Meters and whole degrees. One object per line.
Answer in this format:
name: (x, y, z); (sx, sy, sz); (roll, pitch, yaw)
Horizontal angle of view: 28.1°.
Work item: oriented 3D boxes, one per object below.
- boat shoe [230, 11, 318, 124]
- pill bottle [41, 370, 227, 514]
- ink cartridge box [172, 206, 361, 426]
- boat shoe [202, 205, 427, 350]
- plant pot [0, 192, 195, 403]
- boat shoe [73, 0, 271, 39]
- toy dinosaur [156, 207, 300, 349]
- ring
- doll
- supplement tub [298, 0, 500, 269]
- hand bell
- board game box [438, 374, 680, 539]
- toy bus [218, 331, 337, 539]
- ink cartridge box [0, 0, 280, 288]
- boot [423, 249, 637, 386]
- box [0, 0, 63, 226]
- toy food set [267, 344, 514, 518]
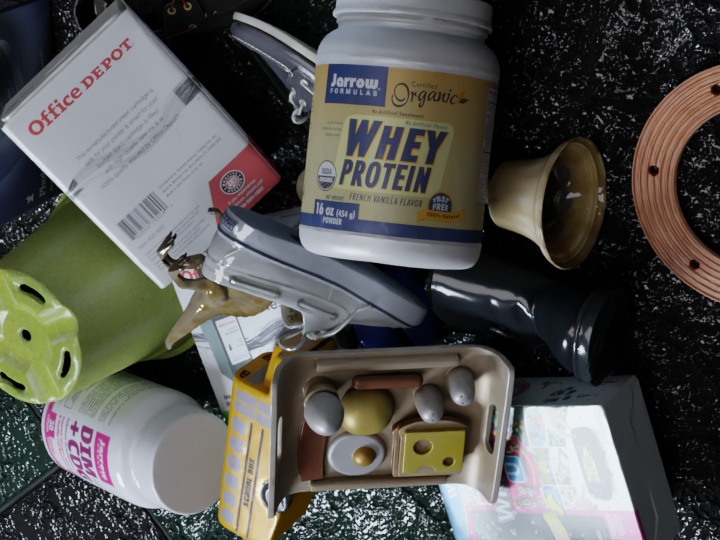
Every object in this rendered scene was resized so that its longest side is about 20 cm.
boat shoe: (-0.035, -0.147, 1.210); (0.199, 0.073, 0.063); (34, 99, 6)
pill bottle: (-0.213, 0.162, 1.380); (0.199, 0.113, 0.115); (11, 118, 49)
ink cartridge box: (-0.074, 0.055, 1.316); (0.145, 0.084, 0.202); (-12, 105, 33)
boat shoe: (-0.041, 0.024, 1.168); (0.087, 0.201, 0.075); (-60, 33, 12)
plant pot: (-0.263, 0.027, 1.345); (0.198, 0.184, 0.203); (11, 116, 24)
boat shoe: (-0.160, -0.238, 1.252); (0.199, 0.063, 0.075); (-7, 105, 28)
toy dinosaur: (-0.122, 0.012, 1.207); (0.199, 0.059, 0.101); (-36, 125, 23)
ring: (0.307, -0.065, 1.105); (0.198, 0.019, 0.203); (11, 115, 25)
doll: (0.000, 0.000, 1.245); (0.202, 0.136, 0.048); (63, 163, -15)
supplement tub: (0.031, -0.108, 1.104); (0.143, 0.144, 0.203); (7, 94, 25)
hand bell: (0.093, -0.068, 1.192); (0.198, 0.104, 0.105); (11, 117, 38)
board game box: (0.158, 0.169, 1.234); (0.199, 0.064, 0.149); (-6, 109, 43)
toy bus: (-0.073, 0.144, 1.262); (0.078, 0.065, 0.202); (24, 123, 25)
ink cartridge box: (-0.189, -0.111, 1.238); (0.147, 0.083, 0.200); (-41, 112, 2)
boot: (0.126, 0.030, 1.143); (0.166, 0.200, 0.077); (18, 91, 17)
box: (-0.382, -0.140, 1.327); (0.122, 0.198, 0.202); (11, 116, 23)
toy food set: (0.023, 0.139, 1.182); (0.197, 0.061, 0.145); (-1, 122, -7)
